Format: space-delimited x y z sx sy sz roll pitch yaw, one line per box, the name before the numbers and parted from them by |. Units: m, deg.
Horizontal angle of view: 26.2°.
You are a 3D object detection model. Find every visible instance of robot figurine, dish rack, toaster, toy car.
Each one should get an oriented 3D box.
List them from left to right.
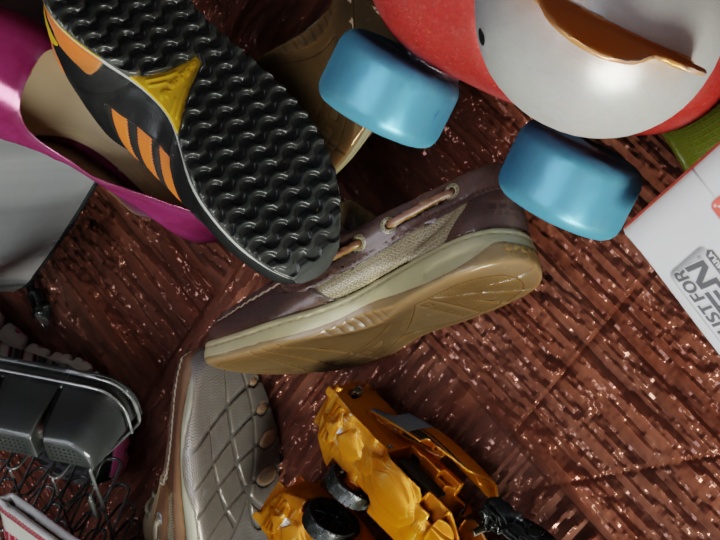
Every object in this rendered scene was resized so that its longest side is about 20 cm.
toaster | -0.243 -0.091 0.937 0.200 0.118 0.181 49 121 22
dish rack | -0.195 0.139 0.916 0.153 0.055 0.201 9 133 18
robot figurine | 0.037 0.156 0.792 0.200 0.058 0.145 44 118 26
toy car | 0.076 -0.112 0.606 0.176 0.200 0.185 27 104 1

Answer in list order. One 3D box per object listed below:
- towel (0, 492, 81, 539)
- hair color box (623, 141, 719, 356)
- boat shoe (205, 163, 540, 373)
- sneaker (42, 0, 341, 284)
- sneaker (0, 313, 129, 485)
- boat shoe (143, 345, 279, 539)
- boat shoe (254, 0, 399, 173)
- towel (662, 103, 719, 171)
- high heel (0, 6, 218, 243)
towel | -0.142 0.224 0.894 0.144 0.023 0.201 27 139 26
hair color box | 0.216 -0.042 0.626 0.200 0.061 0.102 -43 70 24
boat shoe | 0.000 0.000 0.796 0.199 0.072 0.072 -23 65 35
sneaker | -0.084 -0.073 0.775 0.200 0.070 0.090 49 162 3
sneaker | -0.230 0.078 0.957 0.199 0.087 0.074 32 119 26
boat shoe | -0.093 0.141 0.879 0.072 0.076 0.201 3 95 38
boat shoe | -0.001 -0.103 0.786 0.072 0.072 0.200 49 121 11
towel | 0.145 -0.129 0.709 0.086 0.018 0.201 -36 74 34
high heel | -0.134 -0.080 0.824 0.096 0.200 0.068 12 73 40
